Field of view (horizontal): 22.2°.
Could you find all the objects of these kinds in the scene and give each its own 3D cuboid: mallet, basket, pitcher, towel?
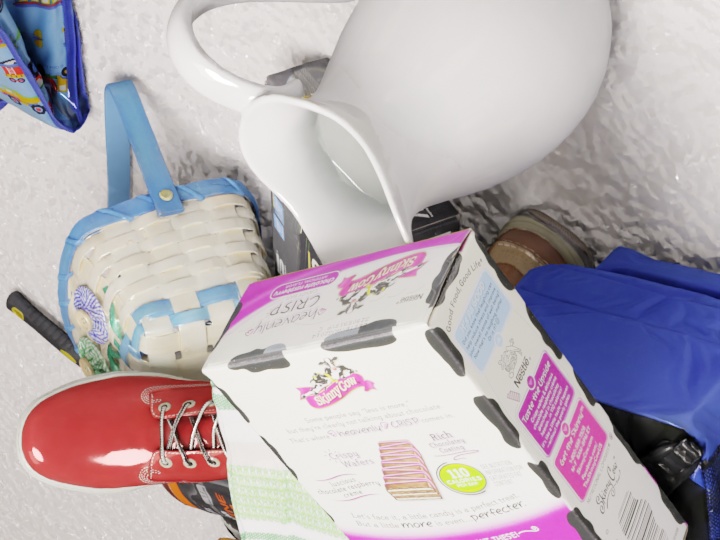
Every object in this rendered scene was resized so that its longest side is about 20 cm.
[{"bbox_3d":[-0.203,0.073,1.428,0.200,0.041,0.066,41,146,15],"label":"mallet"},{"bbox_3d":[-0.132,-0.003,1.207,0.177,0.138,0.201,94,159,-48],"label":"basket"},{"bbox_3d":[0.018,-0.104,0.883,0.172,0.200,0.121,46,145,1],"label":"pitcher"},{"bbox_3d":[-0.007,0.151,0.989,0.148,0.031,0.201,10,120,31],"label":"towel"}]

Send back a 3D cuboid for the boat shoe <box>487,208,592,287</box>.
[{"bbox_3d":[0.081,0.052,1.080,0.075,0.072,0.201,28,141,24],"label":"boat shoe"}]

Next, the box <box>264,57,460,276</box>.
[{"bbox_3d":[0.000,0.000,1.084,0.201,0.049,0.161,90,154,-44],"label":"box"}]

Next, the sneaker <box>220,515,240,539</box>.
[{"bbox_3d":[-0.015,0.208,1.326,0.199,0.080,0.087,18,137,36],"label":"sneaker"}]

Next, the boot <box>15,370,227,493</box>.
[{"bbox_3d":[-0.092,0.091,1.060,0.144,0.199,0.073,165,103,-69],"label":"boot"}]

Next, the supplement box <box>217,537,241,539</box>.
[{"bbox_3d":[-0.020,0.236,1.256,0.199,0.069,0.067,4,133,33],"label":"supplement box"}]

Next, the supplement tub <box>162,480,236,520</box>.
[{"bbox_3d":[-0.072,0.123,1.279,0.199,0.107,0.107,8,130,42],"label":"supplement tub"}]

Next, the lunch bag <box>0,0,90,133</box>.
[{"bbox_3d":[-0.261,-0.174,1.214,0.150,0.094,0.201,25,149,23],"label":"lunch bag"}]

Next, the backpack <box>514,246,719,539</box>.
[{"bbox_3d":[0.157,0.104,0.966,0.162,0.168,0.201,20,134,40],"label":"backpack"}]

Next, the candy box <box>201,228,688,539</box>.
[{"bbox_3d":[0.041,0.082,0.841,0.136,0.061,0.200,-12,127,39],"label":"candy box"}]
